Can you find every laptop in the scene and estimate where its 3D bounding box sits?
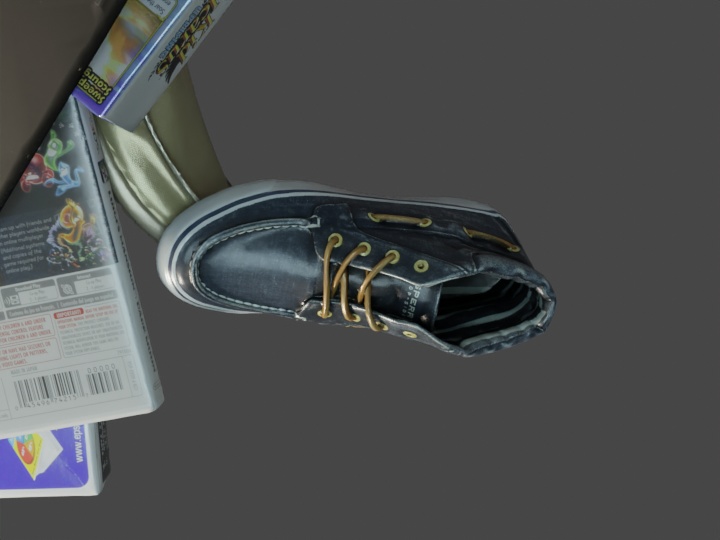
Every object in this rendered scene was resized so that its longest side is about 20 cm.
[{"bbox_3d":[-0.223,-0.154,1.317,0.199,0.116,0.188,30,123,-9],"label":"laptop"}]

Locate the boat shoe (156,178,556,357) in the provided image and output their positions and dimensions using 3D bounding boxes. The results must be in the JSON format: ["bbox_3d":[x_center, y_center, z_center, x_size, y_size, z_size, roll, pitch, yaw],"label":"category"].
[{"bbox_3d":[0.000,0.000,1.365,0.199,0.091,0.071,-2,114,-20],"label":"boat shoe"}]

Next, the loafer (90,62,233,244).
[{"bbox_3d":[-0.113,-0.087,1.388,0.068,0.076,0.200,-36,100,16],"label":"loafer"}]

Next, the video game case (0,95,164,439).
[{"bbox_3d":[-0.217,0.002,1.386,0.199,0.023,0.183,-11,101,15],"label":"video game case"}]

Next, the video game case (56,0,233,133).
[{"bbox_3d":[-0.136,-0.200,1.325,0.200,0.045,0.182,40,93,18],"label":"video game case"}]

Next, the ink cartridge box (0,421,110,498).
[{"bbox_3d":[-0.242,0.025,1.437,0.199,0.043,0.199,-2,103,5],"label":"ink cartridge box"}]
